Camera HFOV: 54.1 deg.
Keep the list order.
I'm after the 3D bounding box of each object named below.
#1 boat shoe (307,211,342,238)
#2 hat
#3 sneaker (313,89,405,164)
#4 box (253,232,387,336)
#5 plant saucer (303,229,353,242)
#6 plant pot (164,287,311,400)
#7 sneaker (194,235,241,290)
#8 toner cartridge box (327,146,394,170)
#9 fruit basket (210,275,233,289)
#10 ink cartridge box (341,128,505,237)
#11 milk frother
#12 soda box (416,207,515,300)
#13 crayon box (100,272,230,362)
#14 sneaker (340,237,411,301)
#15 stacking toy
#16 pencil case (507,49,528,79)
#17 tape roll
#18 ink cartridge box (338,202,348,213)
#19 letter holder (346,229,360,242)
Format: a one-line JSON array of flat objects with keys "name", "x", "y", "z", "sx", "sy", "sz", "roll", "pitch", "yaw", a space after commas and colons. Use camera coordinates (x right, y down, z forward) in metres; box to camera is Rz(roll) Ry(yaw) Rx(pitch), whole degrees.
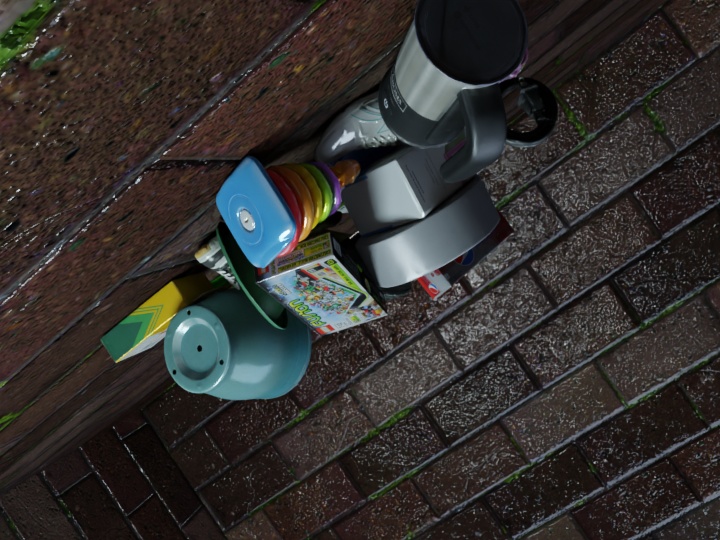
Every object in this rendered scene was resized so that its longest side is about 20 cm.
[{"name": "boat shoe", "x": -0.097, "y": -0.096, "z": 1.263, "sx": 0.066, "sy": 0.075, "sz": 0.200, "roll": -25, "pitch": 180, "yaw": 26}, {"name": "hat", "x": -0.089, "y": -0.048, "z": 0.988, "sx": 0.175, "sy": 0.202, "sz": 0.166, "roll": -32, "pitch": 168, "yaw": 5}, {"name": "sneaker", "x": 0.029, "y": -0.191, "z": 0.911, "sx": 0.199, "sy": 0.081, "sz": 0.070, "roll": -35, "pitch": 180, "yaw": 4}, {"name": "box", "x": -0.047, "y": 0.025, "z": 0.939, "sx": 0.108, "sy": 0.035, "sz": 0.200, "roll": -19, "pitch": 150, "yaw": 14}, {"name": "plant saucer", "x": -0.075, "y": -0.030, "z": 1.264, "sx": 0.200, "sy": 0.197, "sz": 0.049, "roll": -33, "pitch": 133, "yaw": -66}, {"name": "plant pot", "x": -0.210, "y": 0.121, "z": 1.158, "sx": 0.199, "sy": 0.202, "sz": 0.187, "roll": -36, "pitch": 164, "yaw": 22}, {"name": "sneaker", "x": -0.192, "y": -0.014, "z": 1.106, "sx": 0.075, "sy": 0.088, "sz": 0.200, "roll": -34, "pitch": 177, "yaw": 5}, {"name": "toner cartridge box", "x": 0.025, "y": -0.193, "z": 1.010, "sx": 0.200, "sy": 0.043, "sz": 0.095, "roll": -42, "pitch": 173, "yaw": 3}, {"name": "fruit basket", "x": -0.194, "y": 0.005, "z": 1.381, "sx": 0.213, "sy": 0.155, "sz": 0.219, "roll": -23, "pitch": 130, "yaw": -31}, {"name": "ink cartridge box", "x": 0.085, "y": -0.141, "z": 0.982, "sx": 0.199, "sy": 0.085, "sz": 0.144, "roll": -37, "pitch": -167, "yaw": -35}, {"name": "milk frother", "x": 0.142, "y": -0.214, "z": 0.774, "sx": 0.198, "sy": 0.182, "sz": 0.188, "roll": -32, "pitch": 178, "yaw": -13}, {"name": "soda box", "x": 0.179, "y": -0.036, "z": 1.228, "sx": 0.199, "sy": 0.070, "sz": 0.063, "roll": -37, "pitch": 175, "yaw": -35}, {"name": "crayon box", "x": -0.328, "y": 0.068, "z": 1.199, "sx": 0.199, "sy": 0.052, "sz": 0.126, "roll": -36, "pitch": 178, "yaw": 13}, {"name": "sneaker", "x": 0.000, "y": 0.000, "z": 1.060, "sx": 0.198, "sy": 0.093, "sz": 0.075, "roll": 8, "pitch": 165, "yaw": -40}, {"name": "stacking toy", "x": -0.067, "y": -0.095, "z": 0.870, "sx": 0.199, "sy": 0.111, "sz": 0.116, "roll": -31, "pitch": 176, "yaw": -41}, {"name": "pencil case", "x": 0.181, "y": -0.294, "z": 1.094, "sx": 0.087, "sy": 0.088, "sz": 0.200, "roll": -35, "pitch": 177, "yaw": -22}, {"name": "tape roll", "x": 0.092, "y": -0.056, "z": 0.984, "sx": 0.198, "sy": 0.067, "sz": 0.200, "roll": -29, "pitch": -169, "yaw": 6}, {"name": "ink cartridge box", "x": 0.007, "y": -0.168, "z": 1.171, "sx": 0.147, "sy": 0.076, "sz": 0.200, "roll": -36, "pitch": 177, "yaw": 8}, {"name": "letter holder", "x": 0.084, "y": -0.069, "z": 1.202, "sx": 0.142, "sy": 0.101, "sz": 0.200, "roll": -39, "pitch": 177, "yaw": 28}]
